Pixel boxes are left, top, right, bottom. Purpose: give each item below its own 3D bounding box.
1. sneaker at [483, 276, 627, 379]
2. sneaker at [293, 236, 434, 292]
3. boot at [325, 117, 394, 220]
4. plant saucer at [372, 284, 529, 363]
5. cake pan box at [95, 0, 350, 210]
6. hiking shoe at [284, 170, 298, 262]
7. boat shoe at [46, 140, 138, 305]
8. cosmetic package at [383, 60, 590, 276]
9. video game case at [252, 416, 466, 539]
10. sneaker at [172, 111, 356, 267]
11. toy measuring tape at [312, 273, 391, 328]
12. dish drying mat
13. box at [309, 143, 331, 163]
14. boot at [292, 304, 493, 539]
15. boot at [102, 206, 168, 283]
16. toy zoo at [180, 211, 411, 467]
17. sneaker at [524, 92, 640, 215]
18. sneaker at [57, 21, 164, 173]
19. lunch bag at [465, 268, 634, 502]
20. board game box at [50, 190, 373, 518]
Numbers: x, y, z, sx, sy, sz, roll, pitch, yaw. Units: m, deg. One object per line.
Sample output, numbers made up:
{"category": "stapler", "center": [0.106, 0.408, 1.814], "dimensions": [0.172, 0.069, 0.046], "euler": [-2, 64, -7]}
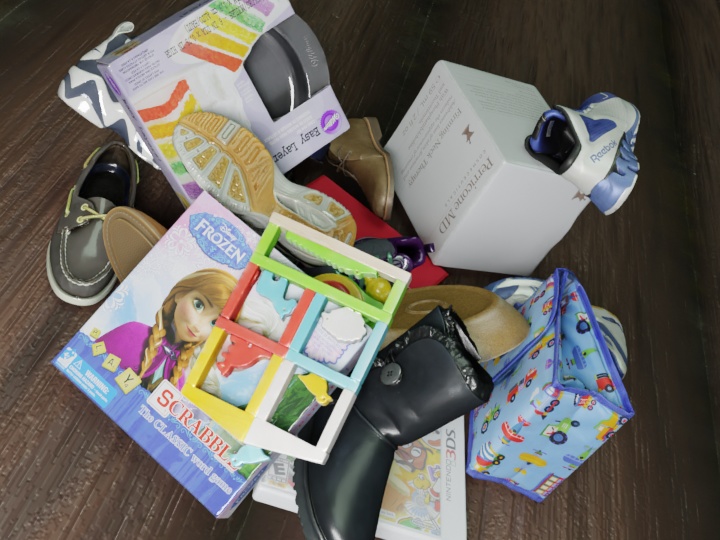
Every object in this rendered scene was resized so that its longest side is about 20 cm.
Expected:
{"category": "sneaker", "center": [0.224, 0.072, 1.080], "dimensions": [0.199, 0.075, 0.088], "euler": [16, 40, -14]}
{"category": "sneaker", "center": [0.000, 0.000, 0.976], "dimensions": [0.200, 0.087, 0.075], "euler": [-34, 107, -53]}
{"category": "boot", "center": [-0.003, -0.128, 1.178], "dimensions": [0.075, 0.074, 0.200], "euler": [1, 37, -15]}
{"category": "plant saucer", "center": [0.068, 0.051, 0.942], "dimensions": [0.199, 0.036, 0.200], "euler": [-8, 14, 2]}
{"category": "cake pan box", "center": [-0.126, -0.173, 0.927], "dimensions": [0.200, 0.185, 0.052], "euler": [-35, 29, -18]}
{"category": "hiking shoe", "center": [-0.098, -0.081, 1.032], "dimensions": [0.200, 0.101, 0.076], "euler": [32, 39, 4]}
{"category": "boat shoe", "center": [-0.263, -0.052, 0.933], "dimensions": [0.071, 0.061, 0.202], "euler": [15, 40, -17]}
{"category": "cosmetic package", "center": [0.157, -0.125, 1.173], "dimensions": [0.166, 0.168, 0.200], "euler": [7, 42, -33]}
{"category": "video game case", "center": [0.007, 0.164, 0.887], "dimensions": [0.199, 0.023, 0.182], "euler": [19, 39, -11]}
{"category": "sneaker", "center": [-0.101, -0.066, 0.898], "dimensions": [0.200, 0.088, 0.076], "euler": [39, 66, -8]}
{"category": "toy measuring tape", "center": [-0.060, 0.058, 0.877], "dimensions": [0.200, 0.074, 0.074], "euler": [-32, 62, -11]}
{"category": "dish drying mat", "center": [0.010, -0.038, 1.118], "dimensions": [0.200, 0.018, 0.077], "euler": [39, 40, 12]}
{"category": "box", "center": [-0.101, -0.170, 1.105], "dimensions": [0.121, 0.033, 0.200], "euler": [29, 5, 3]}
{"category": "boot", "center": [0.030, 0.133, 0.778], "dimensions": [0.076, 0.168, 0.201], "euler": [44, 25, -34]}
{"category": "boot", "center": [-0.149, -0.005, 0.935], "dimensions": [0.200, 0.074, 0.155], "euler": [48, 33, -6]}
{"category": "toy zoo", "center": [-0.058, 0.067, 0.765], "dimensions": [0.131, 0.020, 0.201], "euler": [25, 78, 10]}
{"category": "sneaker", "center": [0.252, -0.159, 1.073], "dimensions": [0.115, 0.081, 0.200], "euler": [29, 37, -12]}
{"category": "sneaker", "center": [-0.192, -0.172, 0.960], "dimensions": [0.199, 0.130, 0.079], "euler": [36, 0, -24]}
{"category": "lunch bag", "center": [0.180, 0.102, 0.955], "dimensions": [0.094, 0.151, 0.200], "euler": [24, 36, -16]}
{"category": "board game box", "center": [-0.124, 0.068, 0.803], "dimensions": [0.200, 0.041, 0.200], "euler": [38, 82, 13]}
